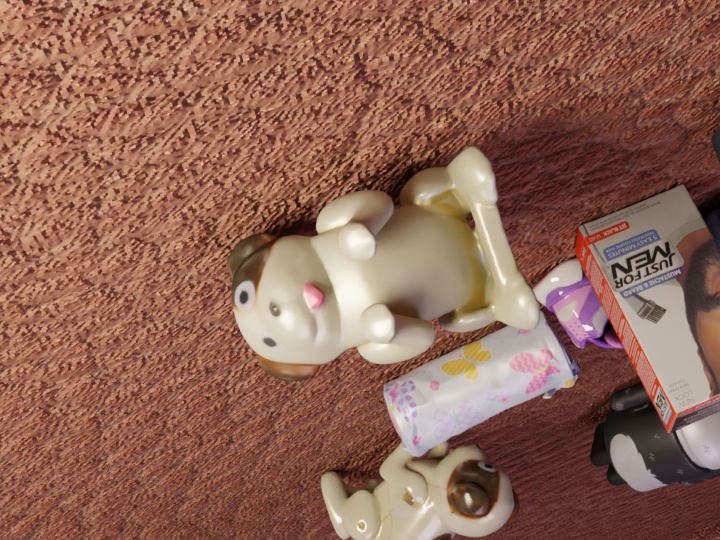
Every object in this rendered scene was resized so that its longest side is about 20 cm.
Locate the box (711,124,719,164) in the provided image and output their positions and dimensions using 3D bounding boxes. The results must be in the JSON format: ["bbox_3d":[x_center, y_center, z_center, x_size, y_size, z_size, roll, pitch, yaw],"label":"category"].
[{"bbox_3d":[0.417,-0.130,1.208,0.182,0.104,0.200,-7,152,-14],"label":"box"}]

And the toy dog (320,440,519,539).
[{"bbox_3d":[0.079,0.273,1.691,0.200,0.194,0.140,-28,145,25],"label":"toy dog"}]

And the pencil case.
[{"bbox_3d":[0.123,0.117,1.518,0.200,0.083,0.091,-24,135,3],"label":"pencil case"}]

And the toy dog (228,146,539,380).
[{"bbox_3d":[0.000,0.000,1.102,0.200,0.140,0.194,-19,-167,-15],"label":"toy dog"}]

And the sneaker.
[{"bbox_3d":[0.263,0.036,1.476,0.200,0.089,0.080,-5,150,-39],"label":"sneaker"}]

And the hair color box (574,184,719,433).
[{"bbox_3d":[0.289,0.033,1.348,0.111,0.200,0.064,-22,157,-5],"label":"hair color box"}]

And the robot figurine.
[{"bbox_3d":[0.401,0.216,1.931,0.200,0.125,0.150,-25,158,36],"label":"robot figurine"}]

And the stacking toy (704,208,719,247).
[{"bbox_3d":[0.394,-0.059,1.419,0.085,0.085,0.200,2,140,-46],"label":"stacking toy"}]
